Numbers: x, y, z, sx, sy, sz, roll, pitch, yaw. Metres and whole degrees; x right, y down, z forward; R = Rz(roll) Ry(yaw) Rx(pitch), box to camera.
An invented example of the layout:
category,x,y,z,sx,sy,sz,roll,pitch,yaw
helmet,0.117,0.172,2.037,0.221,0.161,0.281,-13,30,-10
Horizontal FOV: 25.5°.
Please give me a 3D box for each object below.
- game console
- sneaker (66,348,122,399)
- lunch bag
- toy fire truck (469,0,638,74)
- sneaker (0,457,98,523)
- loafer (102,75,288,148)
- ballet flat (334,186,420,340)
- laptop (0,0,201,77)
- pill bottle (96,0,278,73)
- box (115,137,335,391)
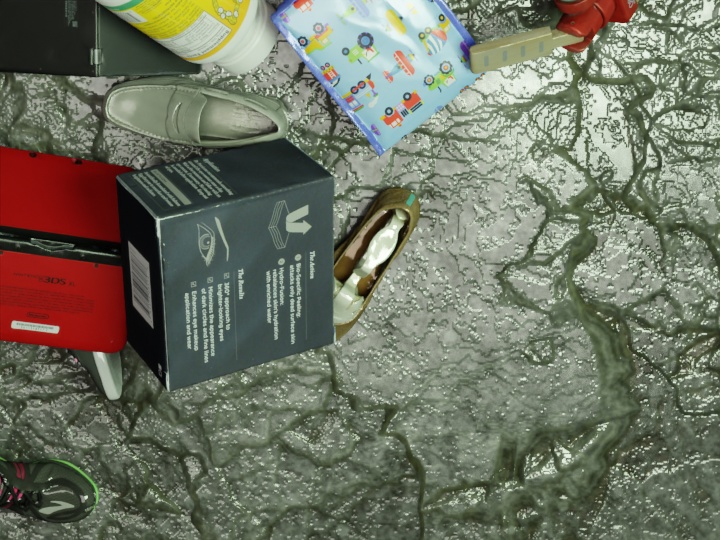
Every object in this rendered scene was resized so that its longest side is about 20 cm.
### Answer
category,x,y,z,sx,sy,sz,roll,pitch,yaw
game console,-0.334,-0.022,1.672,0.198,0.119,0.174,8,112,-19
sneaker,-0.331,0.058,1.725,0.098,0.071,0.202,-22,96,4
lunch bag,0.014,-0.245,1.612,0.150,0.094,0.200,-37,125,7
toy fire truck,0.192,-0.290,1.574,0.201,0.128,0.176,-58,141,-24
sneaker,-0.390,0.242,1.757,0.198,0.084,0.077,14,103,-4
loafer,-0.174,-0.166,1.674,0.198,0.070,0.071,3,103,-2
ballet flat,0.000,0.000,1.714,0.068,0.072,0.201,35,100,-8
laptop,-0.276,-0.298,1.642,0.198,0.116,0.189,4,100,13
pill bottle,-0.174,-0.276,1.587,0.113,0.113,0.200,-49,139,9
box,-0.135,-0.009,1.627,0.198,0.117,0.198,-14,122,-26
